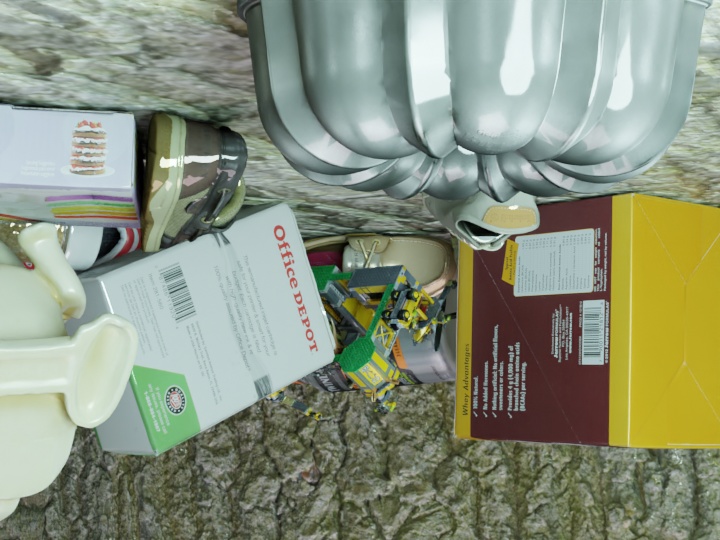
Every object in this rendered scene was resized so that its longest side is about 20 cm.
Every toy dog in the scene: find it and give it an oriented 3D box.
[{"bbox_3d":[-0.250,0.051,0.923,0.139,0.194,0.200,-11,-146,-26],"label":"toy dog"}]

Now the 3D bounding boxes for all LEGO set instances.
[{"bbox_3d":[-0.002,0.076,1.240,0.200,0.154,0.116,-12,135,37],"label":"LEGO set"}]

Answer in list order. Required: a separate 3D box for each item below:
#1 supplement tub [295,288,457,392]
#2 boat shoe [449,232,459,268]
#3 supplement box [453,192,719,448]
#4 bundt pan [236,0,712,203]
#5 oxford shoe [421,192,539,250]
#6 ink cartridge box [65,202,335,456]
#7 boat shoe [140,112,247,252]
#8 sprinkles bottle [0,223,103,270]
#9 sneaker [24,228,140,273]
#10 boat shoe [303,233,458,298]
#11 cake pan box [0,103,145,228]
[{"bbox_3d":[0.013,0.062,1.401,0.199,0.123,0.122,-8,171,25],"label":"supplement tub"},{"bbox_3d":[0.147,-0.003,1.299,0.073,0.063,0.200,-4,173,37],"label":"boat shoe"},{"bbox_3d":[0.194,0.049,1.139,0.133,0.198,0.200,6,173,-38],"label":"supplement box"},{"bbox_3d":[0.046,-0.074,0.574,0.201,0.076,0.202,1,175,0],"label":"bundt pan"},{"bbox_3d":[0.086,-0.042,0.974,0.075,0.058,0.200,-1,176,-7],"label":"oxford shoe"},{"bbox_3d":[-0.132,0.043,1.099,0.084,0.146,0.200,-6,-166,47],"label":"ink cartridge box"},{"bbox_3d":[-0.106,-0.048,0.862,0.065,0.073,0.200,7,173,-7],"label":"boat shoe"},{"bbox_3d":[-0.295,-0.041,1.003,0.199,0.068,0.068,5,173,-30],"label":"sprinkles bottle"},{"bbox_3d":[-0.277,-0.022,1.165,0.199,0.071,0.112,-7,177,7],"label":"sneaker"},{"bbox_3d":[0.000,0.000,1.313,0.199,0.074,0.069,-7,166,28],"label":"boat shoe"},{"bbox_3d":[-0.237,-0.065,0.852,0.199,0.052,0.184,2,172,-9],"label":"cake pan box"}]
